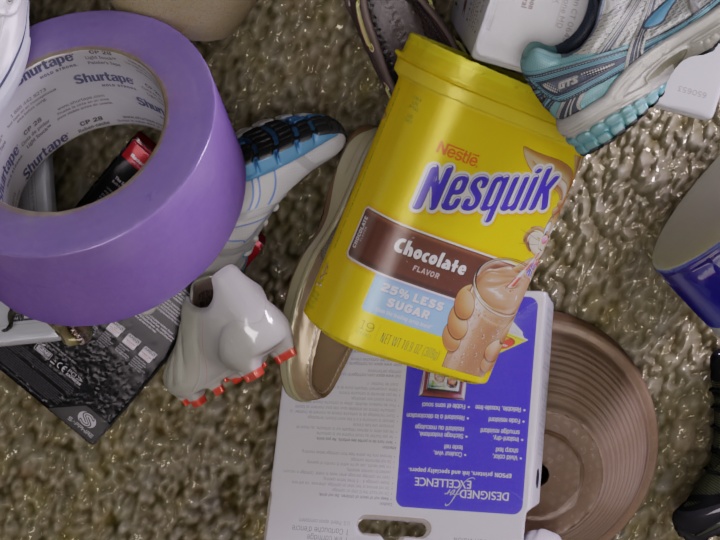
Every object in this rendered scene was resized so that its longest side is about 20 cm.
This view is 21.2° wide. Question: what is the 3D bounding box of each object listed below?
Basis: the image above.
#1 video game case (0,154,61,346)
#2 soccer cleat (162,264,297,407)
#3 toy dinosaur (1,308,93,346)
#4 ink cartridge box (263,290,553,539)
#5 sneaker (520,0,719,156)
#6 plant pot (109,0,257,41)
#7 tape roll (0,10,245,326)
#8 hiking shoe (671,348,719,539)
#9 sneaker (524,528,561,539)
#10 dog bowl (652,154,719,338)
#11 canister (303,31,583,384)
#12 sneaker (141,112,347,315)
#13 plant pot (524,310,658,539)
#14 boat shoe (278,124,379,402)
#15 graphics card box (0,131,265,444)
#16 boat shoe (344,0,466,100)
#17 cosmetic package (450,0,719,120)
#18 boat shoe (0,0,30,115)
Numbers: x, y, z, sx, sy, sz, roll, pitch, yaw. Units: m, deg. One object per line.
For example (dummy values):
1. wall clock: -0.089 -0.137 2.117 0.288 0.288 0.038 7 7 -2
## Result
1. video game case: -0.307 -0.041 1.377 0.180 0.023 0.202 -6 85 3
2. soccer cleat: -0.098 0.043 1.335 0.069 0.200 0.078 -29 90 -23
3. toy dinosaur: -0.272 -0.003 1.337 0.088 0.048 0.200 -40 81 -18
4. ink cartridge box: 0.034 0.112 1.369 0.196 0.043 0.202 2 76 21
5. sneaker: 0.180 -0.164 1.158 0.200 0.078 0.086 -44 97 9
6. plant pot: -0.104 -0.266 1.298 0.186 0.188 0.201 16 118 -4
7. tape roll: -0.181 -0.069 1.278 0.198 0.201 0.085 -17 145 3
8. hiking shoe: 0.287 0.108 1.436 0.101 0.076 0.200 41 90 -1
9. sneaker: 0.085 0.243 1.416 0.088 0.075 0.201 27 142 5
10. dog bowl: 0.297 -0.046 1.328 0.079 0.200 0.200 43 99 -8
11. canister: 0.061 -0.038 1.279 0.148 0.086 0.201 17 101 -31
12. sneaker: -0.092 -0.038 1.351 0.199 0.075 0.087 -30 112 -4
13. plant pot: 0.127 0.137 1.423 0.199 0.093 0.203 0 104 -1
14. boat shoe: 0.000 0.000 1.346 0.065 0.072 0.202 18 86 27
15. graphics card box: -0.178 0.013 1.411 0.125 0.051 0.200 39 98 -9
16. boat shoe: 0.052 -0.131 1.376 0.071 0.060 0.201 -28 102 5
17. cosmetic package: 0.164 -0.213 1.287 0.165 0.200 0.169 14 102 -4
18. boat shoe: -0.256 -0.193 1.272 0.073 0.067 0.202 0 67 10
